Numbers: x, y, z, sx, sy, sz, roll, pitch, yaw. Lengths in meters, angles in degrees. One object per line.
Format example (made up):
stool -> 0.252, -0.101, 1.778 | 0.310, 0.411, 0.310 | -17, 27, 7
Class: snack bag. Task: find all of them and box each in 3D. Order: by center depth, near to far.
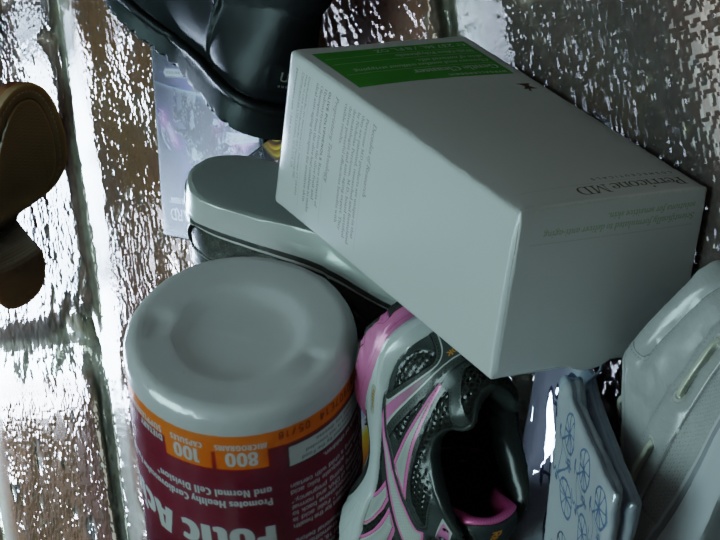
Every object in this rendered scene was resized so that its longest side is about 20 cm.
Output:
snack bag -> 0.087, 0.129, 1.057 | 0.200, 0.021, 0.189 | -99, 15, -63

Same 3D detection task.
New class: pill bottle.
pill bottle -> -0.055, 0.102, 1.159 | 0.114, 0.114, 0.201 | 51, 154, 42

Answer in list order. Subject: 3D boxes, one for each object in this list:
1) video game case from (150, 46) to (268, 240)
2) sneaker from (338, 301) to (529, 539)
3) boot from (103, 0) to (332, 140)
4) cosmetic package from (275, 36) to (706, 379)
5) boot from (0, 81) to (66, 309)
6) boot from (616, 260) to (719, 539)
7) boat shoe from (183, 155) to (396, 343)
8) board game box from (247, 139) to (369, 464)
video game case -> -0.088, -0.115, 1.385 | 0.143, 0.019, 0.201 | 11, 108, 59
sneaker -> 0.040, 0.113, 1.095 | 0.086, 0.080, 0.201 | 45, 149, 48
boot -> -0.062, -0.188, 1.247 | 0.200, 0.076, 0.169 | 48, 126, 45
cosmetic package -> 0.055, -0.034, 1.071 | 0.200, 0.107, 0.085 | 37, 127, 49
boot -> -0.286, -0.083, 1.650 | 0.155, 0.074, 0.201 | 42, 137, 30
boot -> 0.142, 0.090, 1.004 | 0.200, 0.073, 0.096 | -65, 33, 37
boat shoe -> 0.000, 0.000, 1.167 | 0.199, 0.071, 0.064 | 21, 129, 26
board game box -> -0.003, 0.013, 1.252 | 0.126, 0.034, 0.201 | -32, 70, 57
